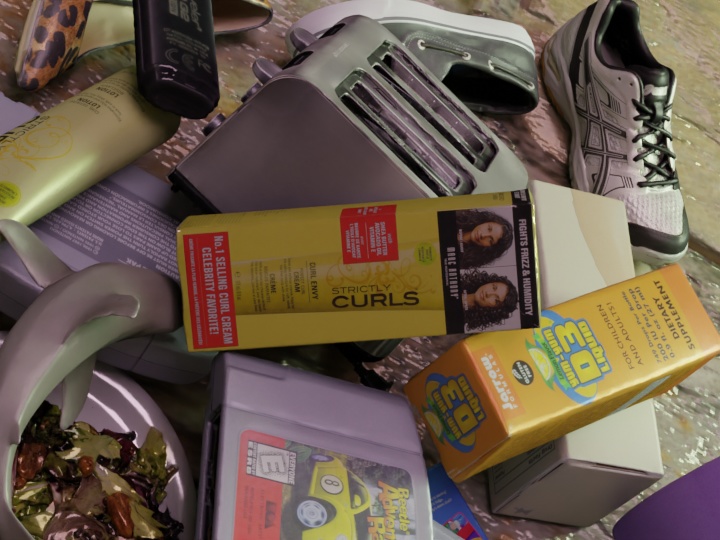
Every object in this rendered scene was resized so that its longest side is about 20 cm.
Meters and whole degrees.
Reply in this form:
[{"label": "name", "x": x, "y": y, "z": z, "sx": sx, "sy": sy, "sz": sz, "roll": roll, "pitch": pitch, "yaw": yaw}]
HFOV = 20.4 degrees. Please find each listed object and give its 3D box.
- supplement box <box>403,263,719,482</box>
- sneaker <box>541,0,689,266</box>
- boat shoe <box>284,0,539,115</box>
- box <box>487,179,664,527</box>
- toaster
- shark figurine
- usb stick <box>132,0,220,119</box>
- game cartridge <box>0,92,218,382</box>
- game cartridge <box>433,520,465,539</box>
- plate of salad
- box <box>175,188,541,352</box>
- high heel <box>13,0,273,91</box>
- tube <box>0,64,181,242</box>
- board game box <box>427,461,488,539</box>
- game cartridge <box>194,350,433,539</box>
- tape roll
[{"label": "supplement box", "x": 0.123, "y": 0.058, "z": 1.179, "sx": 0.199, "sy": 0.069, "sz": 0.067, "roll": -19, "pitch": 75, "yaw": -39}, {"label": "sneaker", "x": 0.192, "y": -0.103, "z": 1.426, "sx": 0.075, "sy": 0.088, "sz": 0.201, "roll": -8, "pitch": 68, "yaw": -34}, {"label": "boat shoe", "x": 0.042, "y": -0.137, "z": 1.380, "sx": 0.199, "sy": 0.070, "sz": 0.067, "roll": 4, "pitch": 58, "yaw": -36}, {"label": "box", "x": 0.129, "y": 0.054, "z": 1.292, "sx": 0.077, "sy": 0.095, "sz": 0.201, "roll": 11, "pitch": 59, "yaw": -26}, {"label": "toaster", "x": 0.001, "y": -0.049, "z": 1.228, "sx": 0.200, "sy": 0.119, "sz": 0.181, "roll": 44, "pitch": 24, "yaw": -2}, {"label": "shark figurine", "x": -0.149, "y": 0.051, "z": 1.036, "sx": 0.128, "sy": 0.089, "sz": 0.215, "roll": 52, "pitch": 44, "yaw": -29}, {"label": "usb stick", "x": -0.116, "y": -0.168, "z": 1.225, "sx": 0.055, "sy": 0.033, "sz": 0.201, "roll": 23, "pitch": 36, "yaw": -29}, {"label": "game cartridge", "x": -0.166, "y": -0.017, "z": 1.183, "sx": 0.199, "sy": 0.041, "sz": 0.134, "roll": 29, "pitch": 38, "yaw": -11}, {"label": "game cartridge", "x": -0.019, "y": 0.202, "z": 1.100, "sx": 0.133, "sy": 0.041, "sz": 0.201, "roll": 30, "pitch": 51, "yaw": -5}, {"label": "plate of salad", "x": -0.180, "y": 0.120, "z": 1.109, "sx": 0.199, "sy": 0.048, "sz": 0.201, "roll": 14, "pitch": 56, "yaw": -22}, {"label": "box", "x": 0.000, "y": 0.000, "z": 1.115, "sx": 0.198, "sy": 0.050, "sz": 0.076, "roll": -3, "pitch": 100, "yaw": 4}, {"label": "high heel", "x": -0.136, "y": -0.156, "z": 1.277, "sx": 0.142, "sy": 0.072, "sz": 0.201, "roll": 25, "pitch": 42, "yaw": -7}, {"label": "tube", "x": -0.180, "y": -0.061, "z": 1.137, "sx": 0.200, "sy": 0.058, "sz": 0.052, "roll": -37, "pitch": 100, "yaw": -46}, {"label": "board game box", "x": 0.002, "y": 0.212, "z": 1.157, "sx": 0.199, "sy": 0.045, "sz": 0.135, "roll": -23, "pitch": 75, "yaw": -37}, {"label": "game cartridge", "x": -0.025, "y": 0.147, "z": 1.087, "sx": 0.132, "sy": 0.041, "sz": 0.201, "roll": 17, "pitch": 54, "yaw": -24}, {"label": "tape roll", "x": 0.259, "y": 0.150, "z": 1.238, "sx": 0.199, "sy": 0.200, "sz": 0.066, "roll": -10, "pitch": 68, "yaw": -33}]
